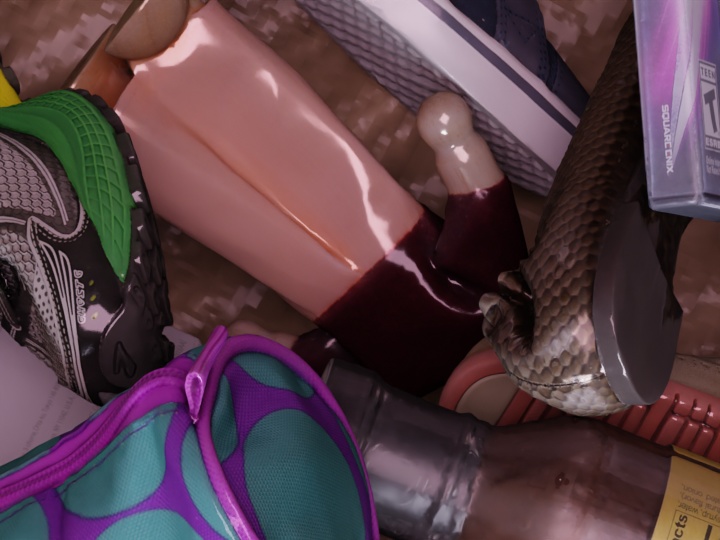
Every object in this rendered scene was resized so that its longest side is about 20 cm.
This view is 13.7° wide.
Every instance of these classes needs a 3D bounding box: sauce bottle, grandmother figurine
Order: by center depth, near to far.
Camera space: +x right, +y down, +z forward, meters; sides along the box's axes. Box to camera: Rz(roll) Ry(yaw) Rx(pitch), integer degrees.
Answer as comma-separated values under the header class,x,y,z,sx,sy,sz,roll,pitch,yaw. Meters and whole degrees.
class,x,y,z,sx,sy,sz,roll,pitch,yaw
sauce bottle,0.077,0.077,0.784,0.199,0.065,0.065,22,90,0
grandmother figurine,0.000,0.000,0.867,0.200,0.121,0.061,38,47,-9

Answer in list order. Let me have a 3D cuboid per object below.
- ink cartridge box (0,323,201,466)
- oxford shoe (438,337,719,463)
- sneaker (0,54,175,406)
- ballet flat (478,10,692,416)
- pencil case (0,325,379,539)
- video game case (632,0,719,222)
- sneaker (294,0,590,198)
class,x,y,z,sx,sy,sz,roll,pitch,yaw
ink cartridge box,-0.155,0.031,0.852,0.199,0.109,0.051,21,125,0
oxford shoe,0.110,0.055,0.853,0.199,0.074,0.071,22,126,-19
sneaker,-0.116,-0.011,0.816,0.085,0.200,0.078,-22,123,-27
ballet flat,0.073,-0.026,0.829,0.046,0.200,0.068,-10,122,25
pencil case,-0.091,0.086,0.753,0.199,0.085,0.093,-24,115,25
video game case,0.102,-0.113,0.835,0.019,0.143,0.201,-5,86,24
sneaker,0.008,-0.108,0.871,0.200,0.078,0.080,41,80,-6
